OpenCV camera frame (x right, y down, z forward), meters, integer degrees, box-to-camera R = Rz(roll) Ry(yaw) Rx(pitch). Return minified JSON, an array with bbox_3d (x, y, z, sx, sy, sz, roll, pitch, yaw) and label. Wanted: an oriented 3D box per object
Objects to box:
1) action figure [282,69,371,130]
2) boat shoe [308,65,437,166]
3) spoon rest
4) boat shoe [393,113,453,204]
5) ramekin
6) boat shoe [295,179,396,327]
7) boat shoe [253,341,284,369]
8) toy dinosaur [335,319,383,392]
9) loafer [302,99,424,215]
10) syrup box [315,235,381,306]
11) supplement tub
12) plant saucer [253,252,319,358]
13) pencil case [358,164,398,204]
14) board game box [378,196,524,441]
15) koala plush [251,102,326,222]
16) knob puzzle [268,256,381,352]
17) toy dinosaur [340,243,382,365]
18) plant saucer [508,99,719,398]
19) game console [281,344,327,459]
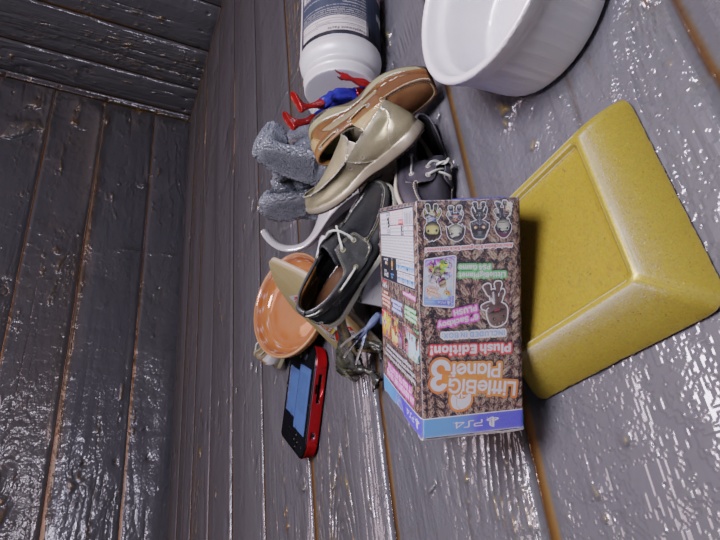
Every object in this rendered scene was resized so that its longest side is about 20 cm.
[{"bbox_3d":[-0.024,-0.261,0.833,0.052,0.197,0.066,56,144,17],"label":"action figure"},{"bbox_3d":[0.016,-0.202,0.761,0.197,0.075,0.075,-24,53,25],"label":"boat shoe"},{"bbox_3d":[-0.063,-0.086,0.898,0.062,0.197,0.099,62,-174,0],"label":"spoon rest"},{"bbox_3d":[0.083,-0.126,0.697,0.203,0.071,0.063,-99,30,-43],"label":"boat shoe"},{"bbox_3d":[0.154,-0.281,0.562,0.200,0.096,0.205,-28,59,59],"label":"ramekin"},{"bbox_3d":[-0.016,-0.026,0.698,0.071,0.067,0.203,28,90,41],"label":"boat shoe"},{"bbox_3d":[-0.170,0.116,1.144,0.075,0.067,0.203,-93,23,-64],"label":"boat shoe"},{"bbox_3d":[-0.003,0.118,0.789,0.087,0.048,0.202,27,143,23],"label":"toy dinosaur"},{"bbox_3d":[-0.008,-0.146,0.712,0.199,0.069,0.076,-34,11,28],"label":"loafer"},{"bbox_3d":[0.000,0.000,0.822,0.199,0.080,0.081,15,93,65],"label":"syrup box"},{"bbox_3d":[-0.034,-0.388,0.935,0.140,0.138,0.205,-30,56,58],"label":"supplement tub"},{"bbox_3d":[-0.127,0.068,1.051,0.197,0.037,0.205,-18,62,36],"label":"plant saucer"},{"bbox_3d":[0.021,-0.148,0.817,0.088,0.078,0.202,-27,49,11],"label":"pencil case"},{"bbox_3d":[0.081,0.036,0.542,0.159,0.094,0.205,-156,63,-80],"label":"board game box"},{"bbox_3d":[-0.085,-0.208,1.003,0.180,0.179,0.203,95,-179,-46],"label":"koala plush"},{"bbox_3d":[-0.062,0.047,0.854,0.031,0.220,0.219,-49,17,-21],"label":"knob puzzle"},{"bbox_3d":[0.075,0.056,0.692,0.104,0.199,0.185,20,134,41],"label":"toy dinosaur"},{"bbox_3d":[0.180,-0.016,0.490,0.200,0.047,0.204,129,140,-49],"label":"plant saucer"},{"bbox_3d":[-0.113,0.237,1.052,0.176,0.030,0.205,4,86,64],"label":"game console"}]
